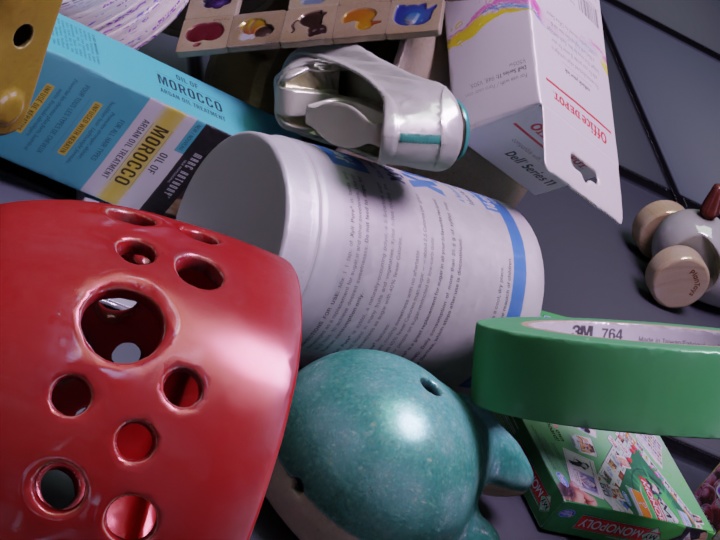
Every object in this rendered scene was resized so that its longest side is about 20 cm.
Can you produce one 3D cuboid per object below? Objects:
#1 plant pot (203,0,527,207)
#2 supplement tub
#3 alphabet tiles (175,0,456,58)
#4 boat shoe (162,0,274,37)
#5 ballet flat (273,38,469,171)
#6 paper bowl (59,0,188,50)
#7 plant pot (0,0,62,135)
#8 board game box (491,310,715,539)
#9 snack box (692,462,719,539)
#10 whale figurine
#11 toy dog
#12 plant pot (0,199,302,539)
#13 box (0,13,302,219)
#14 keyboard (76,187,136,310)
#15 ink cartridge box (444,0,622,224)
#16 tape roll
[{"bbox_3d":[0.023,-0.111,1.357,0.183,0.200,0.201,27,26,-39],"label":"plant pot"},{"bbox_3d":[0.000,0.000,1.192,0.199,0.132,0.132,15,33,-36],"label":"supplement tub"},{"bbox_3d":[-0.007,-0.195,1.242,0.199,0.008,0.168,-3,43,12],"label":"alphabet tiles"},{"bbox_3d":[-0.154,-0.193,1.326,0.199,0.073,0.063,-12,26,-14],"label":"boat shoe"},{"bbox_3d":[-0.013,-0.100,1.176,0.069,0.070,0.200,15,6,-34],"label":"ballet flat"},{"bbox_3d":[-0.203,-0.223,1.233,0.200,0.105,0.201,-5,52,7],"label":"paper bowl"},{"bbox_3d":[-0.263,-0.164,1.036,0.200,0.195,0.195,33,23,28],"label":"plant pot"},{"bbox_3d":[0.139,0.099,1.305,0.134,0.029,0.200,17,33,-34],"label":"board game box"},{"bbox_3d":[0.313,0.148,1.237,0.067,0.200,0.169,14,33,-36],"label":"snack box"},{"bbox_3d":[0.033,0.097,1.105,0.200,0.104,0.159,-5,47,-52],"label":"whale figurine"},{"bbox_3d":[0.313,-0.010,1.601,0.199,0.096,0.132,10,37,-40],"label":"toy dog"},{"bbox_3d":[-0.144,0.061,0.871,0.182,0.201,0.201,19,30,-13],"label":"plant pot"},{"bbox_3d":[-0.133,-0.082,1.202,0.200,0.082,0.049,23,31,-33],"label":"box"},{"bbox_3d":[-0.150,-0.037,1.217,0.056,0.011,0.200,28,28,-26],"label":"keyboard"},{"bbox_3d":[0.110,-0.128,1.279,0.117,0.067,0.201,31,49,-51],"label":"ink cartridge box"},{"bbox_3d":[0.163,0.058,1.111,0.199,0.048,0.200,5,3,0],"label":"tape roll"}]
